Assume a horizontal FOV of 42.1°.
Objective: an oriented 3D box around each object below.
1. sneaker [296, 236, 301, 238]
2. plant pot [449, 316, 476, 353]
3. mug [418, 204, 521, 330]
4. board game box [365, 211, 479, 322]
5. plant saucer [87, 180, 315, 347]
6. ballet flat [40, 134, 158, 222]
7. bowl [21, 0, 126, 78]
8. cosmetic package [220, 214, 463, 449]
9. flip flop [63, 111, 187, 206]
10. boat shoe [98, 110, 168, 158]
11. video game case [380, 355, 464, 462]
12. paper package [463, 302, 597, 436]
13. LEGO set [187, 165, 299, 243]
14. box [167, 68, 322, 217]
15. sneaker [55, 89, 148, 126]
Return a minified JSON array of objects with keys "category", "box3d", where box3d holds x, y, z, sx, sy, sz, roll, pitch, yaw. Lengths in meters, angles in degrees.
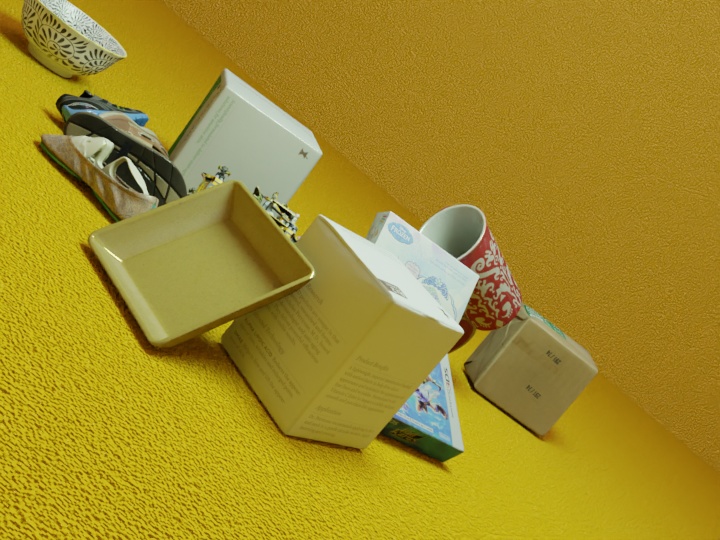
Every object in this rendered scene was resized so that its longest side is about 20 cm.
[{"category":"sneaker","box3d":[-0.065,0.046,1.479,0.200,0.079,0.096,48,44,-13]},{"category":"plant pot","box3d":[0.130,0.057,1.775,0.200,0.200,0.180,27,32,-48]},{"category":"mug","box3d":[0.199,-0.014,1.624,0.200,0.133,0.178,53,42,-38]},{"category":"board game box","box3d":[0.067,0.046,1.438,0.199,0.200,0.043,34,-17,-26]},{"category":"plant saucer","box3d":[-0.181,-0.002,1.066,0.200,0.199,0.049,49,-29,36]},{"category":"ballet flat","box3d":[-0.339,-0.133,1.239,0.200,0.067,0.068,42,7,12]},{"category":"bowl","box3d":[-0.518,-0.400,1.632,0.200,0.094,0.201,38,10,-8]},{"category":"cosmetic package","box3d":[-0.022,0.077,1.110,0.165,0.200,0.165,26,17,-52]},{"category":"flip flop","box3d":[-0.329,-0.150,1.324,0.199,0.081,0.058,36,0,-15]},{"category":"boat shoe","box3d":[-0.347,-0.185,1.408,0.072,0.076,0.200,44,13,14]},{"category":"video game case","box3d":[0.058,0.151,1.306,0.200,0.045,0.182,32,38,-39]},{"category":"paper package","box3d":[0.340,0.196,1.870,0.199,0.191,0.104,35,11,-15]},{"category":"LEGO set","box3d":[-0.165,-0.097,1.428,0.199,0.116,0.154,32,-22,-2]},{"category":"box","box3d":[-0.203,-0.193,1.582,0.199,0.199,0.171,34,13,-21]},{"category":"sneaker","box3d":[-0.400,-0.244,1.463,0.083,0.071,0.199,48,15,10]}]
